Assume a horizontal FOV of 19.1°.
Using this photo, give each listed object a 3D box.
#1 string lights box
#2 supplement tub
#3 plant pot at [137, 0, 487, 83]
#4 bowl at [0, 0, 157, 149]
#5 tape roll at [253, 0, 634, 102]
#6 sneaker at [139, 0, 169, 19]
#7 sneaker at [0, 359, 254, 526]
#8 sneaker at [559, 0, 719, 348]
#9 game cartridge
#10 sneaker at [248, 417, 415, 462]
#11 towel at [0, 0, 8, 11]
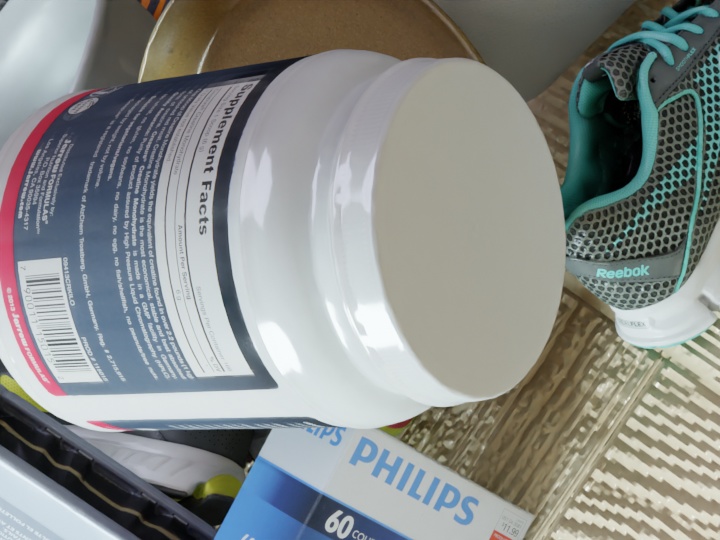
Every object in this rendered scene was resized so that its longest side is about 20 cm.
[{"bbox_3d":[-0.024,0.161,0.865,0.059,0.103,0.200,20,81,58],"label":"string lights box"},{"bbox_3d":[-0.037,-0.009,0.821,0.199,0.140,0.141,-4,61,37],"label":"supplement tub"},{"bbox_3d":[-0.010,-0.042,0.896,0.200,0.201,0.027,-24,4,41],"label":"plant pot"},{"bbox_3d":[-0.143,-0.049,1.038,0.201,0.090,0.202,-42,34,36],"label":"bowl"},{"bbox_3d":[0.048,-0.187,0.929,0.139,0.202,0.203,-45,32,49],"label":"tape roll"},{"bbox_3d":[-0.158,-0.184,1.300,0.200,0.112,0.078,-38,39,27],"label":"sneaker"},{"bbox_3d":[-0.133,0.059,0.980,0.199,0.075,0.085,12,67,20],"label":"sneaker"},{"bbox_3d":[0.130,-0.074,0.859,0.077,0.091,0.201,-1,64,51],"label":"sneaker"},{"bbox_3d":[-0.135,0.125,0.943,0.133,0.200,0.041,-49,8,45],"label":"game cartridge"},{"bbox_3d":[0.000,0.000,0.992,0.090,0.078,0.201,-22,59,42],"label":"sneaker"},{"bbox_3d":[-0.244,-0.108,1.308,0.200,0.165,0.086,-12,53,46],"label":"towel"}]
